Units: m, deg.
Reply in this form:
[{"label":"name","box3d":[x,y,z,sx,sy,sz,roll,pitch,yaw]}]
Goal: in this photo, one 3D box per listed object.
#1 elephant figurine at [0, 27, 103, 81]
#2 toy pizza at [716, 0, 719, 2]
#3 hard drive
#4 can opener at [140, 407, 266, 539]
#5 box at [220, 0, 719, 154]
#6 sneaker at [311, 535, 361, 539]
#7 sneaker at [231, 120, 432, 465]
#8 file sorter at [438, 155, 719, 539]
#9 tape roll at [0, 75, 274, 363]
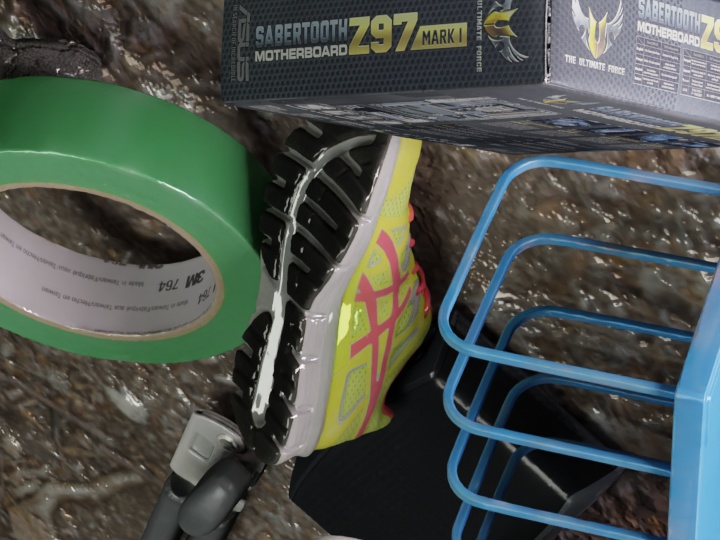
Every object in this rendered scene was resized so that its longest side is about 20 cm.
[{"label":"elephant figurine","box3d":[-0.249,-0.139,1.101,0.198,0.155,0.143,-1,107,14]},{"label":"toy pizza","box3d":[0.063,-0.124,0.858,0.199,0.199,0.032,-3,84,42]},{"label":"hard drive","box3d":[0.042,0.113,1.193,0.135,0.042,0.200,42,143,-2]},{"label":"can opener","box3d":[-0.104,0.147,1.341,0.052,0.067,0.200,35,147,5]},{"label":"box","box3d":[0.067,-0.080,0.869,0.157,0.199,0.052,1,88,40]},{"label":"sneaker","box3d":[0.045,0.182,0.968,0.198,0.099,0.071,8,132,23]},{"label":"sneaker","box3d":[0.000,0.000,1.090,0.078,0.090,0.201,47,129,46]},{"label":"file sorter","box3d":[0.110,0.067,0.994,0.122,0.139,0.201,11,135,18]},{"label":"tape roll","box3d":[-0.138,-0.022,1.148,0.198,0.049,0.201,8,148,5]}]
